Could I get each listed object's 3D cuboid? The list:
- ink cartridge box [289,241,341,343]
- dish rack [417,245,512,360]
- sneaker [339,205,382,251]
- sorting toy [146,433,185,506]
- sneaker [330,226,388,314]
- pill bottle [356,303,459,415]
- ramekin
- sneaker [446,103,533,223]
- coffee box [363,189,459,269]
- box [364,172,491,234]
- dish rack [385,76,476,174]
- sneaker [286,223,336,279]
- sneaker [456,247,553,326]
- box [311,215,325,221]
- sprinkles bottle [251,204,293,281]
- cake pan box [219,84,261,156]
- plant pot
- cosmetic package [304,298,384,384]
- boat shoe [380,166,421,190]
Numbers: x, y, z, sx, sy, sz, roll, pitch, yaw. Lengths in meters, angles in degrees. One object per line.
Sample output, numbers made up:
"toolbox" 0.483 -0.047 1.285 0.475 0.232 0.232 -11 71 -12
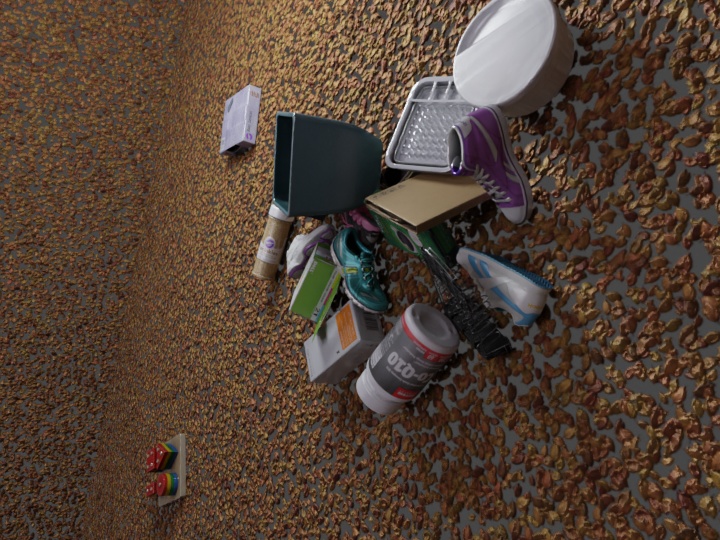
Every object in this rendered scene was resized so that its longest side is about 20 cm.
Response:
"ink cartridge box" -0.100 0.044 1.394 0.200 0.075 0.148 -83 18 -67
"dish rack" 0.163 0.045 1.003 0.054 0.200 0.154 -33 43 -5
"sneaker" -0.015 -0.108 1.404 0.200 0.079 0.096 50 133 50
"sorting toy" -0.649 0.663 2.074 0.199 0.069 0.201 -36 53 44
"sneaker" 0.000 0.000 1.304 0.080 0.077 0.201 -49 63 44
"pill bottle" 0.082 0.167 1.146 0.200 0.113 0.114 -56 41 30
"ramekin" 0.259 -0.351 1.040 0.202 0.094 0.204 -18 65 44
"sneaker" 0.198 -0.151 1.006 0.073 0.114 0.201 0 119 62
"coffee box" 0.097 -0.081 1.189 0.044 0.123 0.200 -44 33 -13
"box" 0.132 -0.133 1.105 0.163 0.199 0.021 35 144 51
"dish rack" 0.147 -0.268 1.178 0.171 0.043 0.201 13 76 39
"sneaker" -0.132 -0.065 1.542 0.200 0.075 0.100 -43 49 40
"sneaker" 0.219 0.019 1.028 0.200 0.076 0.081 40 115 53
"box" -0.112 -0.241 1.470 0.197 0.117 0.201 -116 44 -74
"sprinkles bottle" -0.236 -0.074 1.698 0.068 0.068 0.201 33 108 53
"cake pan box" -0.395 -0.483 2.049 0.184 0.052 0.201 -11 72 55
"plant pot" -0.065 -0.216 1.288 0.196 0.199 0.197 -140 53 -68
"cosmetic package" -0.038 0.157 1.353 0.200 0.071 0.102 -45 47 39
"boat shoe" 0.071 -0.192 1.305 0.200 0.059 0.072 -24 63 50
